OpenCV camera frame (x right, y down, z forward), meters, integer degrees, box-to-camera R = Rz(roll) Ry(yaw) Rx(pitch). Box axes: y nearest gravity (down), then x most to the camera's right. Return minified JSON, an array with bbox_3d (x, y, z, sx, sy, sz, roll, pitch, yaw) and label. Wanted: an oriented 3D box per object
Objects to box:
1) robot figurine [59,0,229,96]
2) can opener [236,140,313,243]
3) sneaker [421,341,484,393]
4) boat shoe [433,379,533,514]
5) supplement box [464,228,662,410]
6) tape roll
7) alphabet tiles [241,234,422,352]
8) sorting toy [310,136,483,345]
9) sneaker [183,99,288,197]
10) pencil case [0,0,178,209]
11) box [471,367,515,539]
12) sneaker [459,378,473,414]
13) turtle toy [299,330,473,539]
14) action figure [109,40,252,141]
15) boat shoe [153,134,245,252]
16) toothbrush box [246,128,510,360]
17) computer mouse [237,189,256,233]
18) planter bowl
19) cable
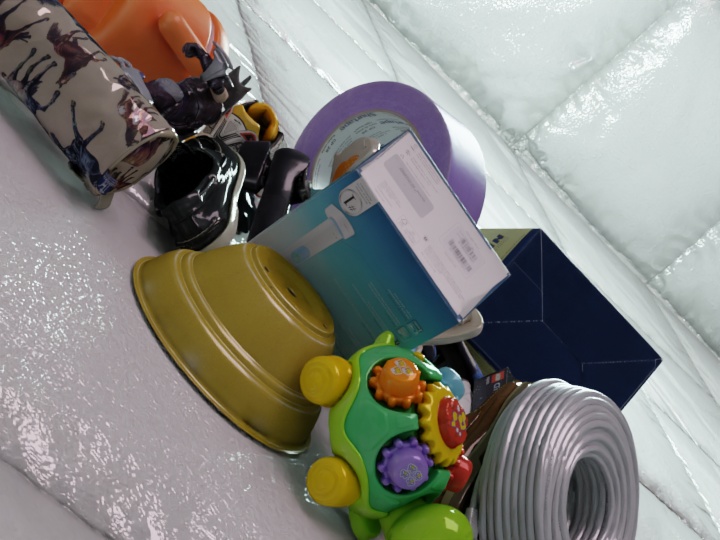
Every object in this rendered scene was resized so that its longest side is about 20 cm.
[{"bbox_3d":[-0.202,-0.222,1.639,0.200,0.143,0.117,37,46,-42],"label":"robot figurine"},{"bbox_3d":[-0.083,-0.048,1.594,0.201,0.078,0.064,-86,174,-51],"label":"can opener"},{"bbox_3d":[0.060,0.061,1.714,0.200,0.077,0.085,48,-17,0],"label":"sneaker"},{"bbox_3d":[0.088,0.150,1.469,0.200,0.068,0.072,-46,140,-50],"label":"boat shoe"},{"bbox_3d":[0.172,0.069,1.842,0.200,0.134,0.200,46,-12,-13],"label":"supplement box"},{"bbox_3d":[0.026,-0.090,1.820,0.085,0.200,0.201,28,24,-55],"label":"tape roll"},{"bbox_3d":[-0.022,0.020,1.619,0.195,0.015,0.200,37,28,-1],"label":"alphabet tiles"},{"bbox_3d":[0.011,-0.031,1.611,0.201,0.106,0.180,59,6,-20],"label":"sorting toy"},{"bbox_3d":[-0.104,-0.125,1.755,0.078,0.082,0.200,49,12,6],"label":"sneaker"},{"bbox_3d":[-0.238,-0.147,1.376,0.200,0.089,0.078,48,7,7],"label":"pencil case"},{"bbox_3d":[0.145,0.200,1.583,0.137,0.037,0.200,57,22,-23],"label":"box"},{"bbox_3d":[0.068,0.155,1.587,0.088,0.074,0.200,61,20,2],"label":"sneaker"},{"bbox_3d":[0.033,0.144,1.328,0.145,0.100,0.202,14,69,-59],"label":"turtle toy"},{"bbox_3d":[-0.173,-0.148,1.518,0.070,0.130,0.200,51,24,11],"label":"action figure"},{"bbox_3d":[-0.147,-0.079,1.503,0.066,0.074,0.200,53,18,-27],"label":"boat shoe"},{"bbox_3d":[0.000,0.000,1.429,0.147,0.200,0.085,54,45,-3],"label":"toothbrush box"},{"bbox_3d":[-0.097,-0.059,1.699,0.059,0.034,0.200,54,13,26],"label":"computer mouse"},{"bbox_3d":[-0.079,0.040,1.365,0.200,0.083,0.201,45,13,-13],"label":"planter bowl"},{"bbox_3d":[0.167,0.191,1.451,0.200,0.069,0.202,36,61,-49],"label":"cable"}]
